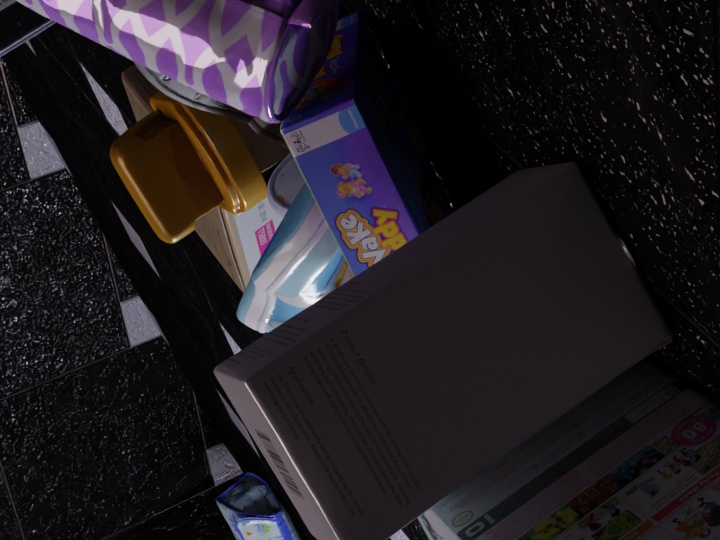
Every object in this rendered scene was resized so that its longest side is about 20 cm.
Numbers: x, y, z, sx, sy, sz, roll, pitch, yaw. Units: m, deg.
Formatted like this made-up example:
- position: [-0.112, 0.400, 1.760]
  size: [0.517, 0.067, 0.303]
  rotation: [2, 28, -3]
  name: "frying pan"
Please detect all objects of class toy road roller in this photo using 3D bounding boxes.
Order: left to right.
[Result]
- position: [-0.123, -0.100, 1.162]
  size: [0.124, 0.145, 0.200]
  rotation: [60, 167, -18]
  name: "toy road roller"

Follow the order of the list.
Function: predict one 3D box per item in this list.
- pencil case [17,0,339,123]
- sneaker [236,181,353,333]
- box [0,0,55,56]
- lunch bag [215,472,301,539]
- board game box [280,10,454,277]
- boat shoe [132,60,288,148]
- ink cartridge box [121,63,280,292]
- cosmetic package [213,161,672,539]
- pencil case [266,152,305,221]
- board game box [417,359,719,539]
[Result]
- position: [-0.108, -0.153, 0.785]
  size: [0.199, 0.084, 0.086]
  rotation: [26, 146, 8]
  name: "pencil case"
- position: [-0.002, 0.014, 0.953]
  size: [0.130, 0.080, 0.200]
  rotation: [31, 163, -2]
  name: "sneaker"
- position: [-0.353, -0.285, 1.468]
  size: [0.124, 0.199, 0.198]
  rotation: [59, 168, -17]
  name: "box"
- position: [-0.200, 0.556, 3.225]
  size: [0.199, 0.127, 0.171]
  rotation: [18, 139, 51]
  name: "lunch bag"
- position: [0.019, -0.034, 0.881]
  size: [0.135, 0.044, 0.201]
  rotation: [-87, -27, -61]
  name: "board game box"
- position: [-0.078, -0.138, 0.922]
  size: [0.200, 0.072, 0.068]
  rotation: [33, -143, -47]
  name: "boat shoe"
- position: [-0.134, -0.093, 1.392]
  size: [0.165, 0.075, 0.200]
  rotation: [50, 166, 23]
  name: "ink cartridge box"
- position: [0.041, 0.042, 0.752]
  size: [0.108, 0.199, 0.085]
  rotation: [60, 166, -8]
  name: "cosmetic package"
- position: [0.000, 0.000, 1.081]
  size: [0.091, 0.083, 0.201]
  rotation: [-117, 3, -52]
  name: "pencil case"
- position: [0.130, 0.126, 0.744]
  size: [0.200, 0.147, 0.065]
  rotation: [37, 156, 59]
  name: "board game box"
